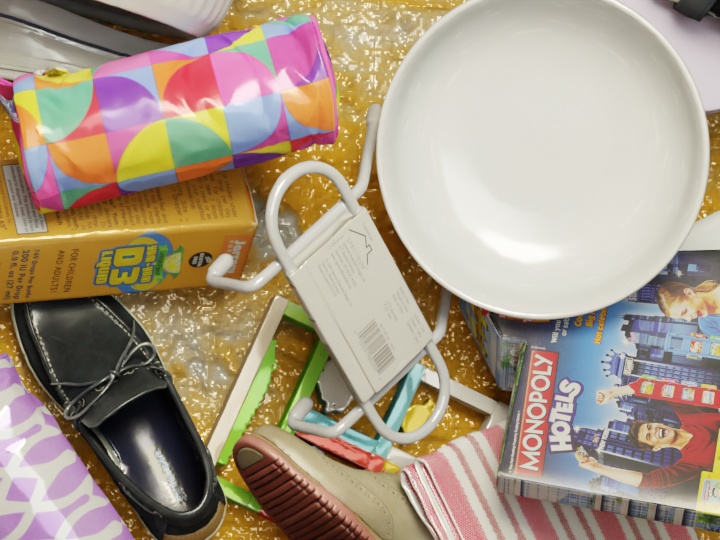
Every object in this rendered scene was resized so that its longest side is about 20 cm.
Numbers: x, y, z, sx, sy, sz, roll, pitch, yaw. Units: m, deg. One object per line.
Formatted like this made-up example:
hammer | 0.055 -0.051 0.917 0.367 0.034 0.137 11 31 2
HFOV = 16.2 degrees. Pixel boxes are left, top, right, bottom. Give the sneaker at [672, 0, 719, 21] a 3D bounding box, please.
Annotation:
sneaker | 0.224 -0.177 1.533 0.079 0.078 0.200 -38 81 -20

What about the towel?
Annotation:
towel | 0.124 0.158 1.574 0.200 0.030 0.147 -18 80 -42

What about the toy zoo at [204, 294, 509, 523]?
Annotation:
toy zoo | 0.008 0.116 1.598 0.199 0.020 0.132 27 79 -8

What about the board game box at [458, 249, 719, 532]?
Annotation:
board game box | 0.148 0.065 1.552 0.199 0.062 0.201 9 55 9

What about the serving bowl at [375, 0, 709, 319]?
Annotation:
serving bowl | 0.111 -0.074 1.532 0.199 0.066 0.201 1 98 6

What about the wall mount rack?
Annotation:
wall mount rack | 0.000 0.000 1.543 0.174 0.074 0.200 -43 121 -26

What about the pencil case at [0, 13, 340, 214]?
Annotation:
pencil case | -0.111 -0.095 1.477 0.199 0.088 0.089 -11 86 -5

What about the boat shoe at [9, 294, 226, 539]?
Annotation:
boat shoe | -0.146 0.077 1.540 0.074 0.062 0.200 -30 79 -12

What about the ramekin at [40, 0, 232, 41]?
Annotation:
ramekin | -0.156 -0.209 1.515 0.199 0.200 0.106 16 91 -10

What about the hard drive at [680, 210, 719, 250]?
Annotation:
hard drive | 0.254 0.020 1.635 0.199 0.027 0.132 -26 63 -13

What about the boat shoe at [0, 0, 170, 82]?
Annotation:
boat shoe | -0.154 -0.101 1.561 0.201 0.075 0.086 20 79 -6

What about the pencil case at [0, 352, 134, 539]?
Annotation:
pencil case | -0.191 0.146 1.517 0.084 0.086 0.200 -31 93 7

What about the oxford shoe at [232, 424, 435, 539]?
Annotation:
oxford shoe | 0.010 0.148 1.555 0.200 0.070 0.075 39 61 -15

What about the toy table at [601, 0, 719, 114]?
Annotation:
toy table | 0.220 -0.169 1.629 0.199 0.117 0.184 -26 89 -15

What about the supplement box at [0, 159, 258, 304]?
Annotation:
supplement box | -0.166 -0.027 1.535 0.199 0.067 0.069 -7 56 -20
